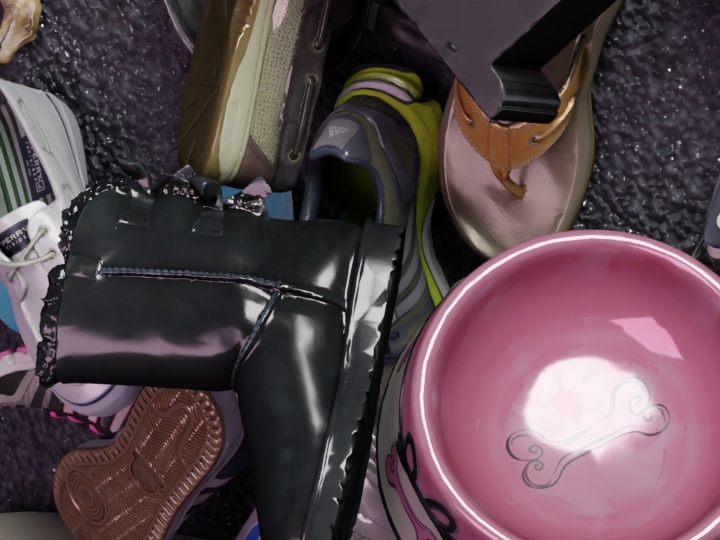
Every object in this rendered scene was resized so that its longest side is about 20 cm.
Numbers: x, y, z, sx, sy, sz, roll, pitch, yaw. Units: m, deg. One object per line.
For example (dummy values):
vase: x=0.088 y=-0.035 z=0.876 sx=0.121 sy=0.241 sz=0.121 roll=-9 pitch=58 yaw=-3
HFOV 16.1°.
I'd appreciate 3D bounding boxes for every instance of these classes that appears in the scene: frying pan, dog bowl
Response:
frying pan: x=-0.012 y=-0.149 z=1.285 sx=0.189 sy=0.031 sz=0.115 roll=-2 pitch=108 yaw=21
dog bowl: x=0.105 y=0.070 z=1.164 sx=0.200 sy=0.200 sz=0.074 roll=40 pitch=163 yaw=17

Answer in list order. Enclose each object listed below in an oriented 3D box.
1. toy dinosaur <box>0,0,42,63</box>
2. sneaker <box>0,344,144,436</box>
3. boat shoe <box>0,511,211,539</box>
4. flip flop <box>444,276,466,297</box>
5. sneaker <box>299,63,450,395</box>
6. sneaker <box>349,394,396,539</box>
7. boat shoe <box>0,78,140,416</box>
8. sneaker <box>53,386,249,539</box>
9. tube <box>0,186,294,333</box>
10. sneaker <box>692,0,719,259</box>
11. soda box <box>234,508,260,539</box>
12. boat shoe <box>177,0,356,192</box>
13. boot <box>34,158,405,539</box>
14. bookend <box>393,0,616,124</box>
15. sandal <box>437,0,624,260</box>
toy dinosaur: x=-0.195 y=-0.215 z=1.386 sx=0.101 sy=0.058 sz=0.200 roll=21 pitch=127 yaw=11
sneaker: x=-0.130 y=0.074 z=1.420 sx=0.199 sy=0.074 sz=0.088 roll=-7 pitch=96 yaw=32
boat shoe: x=-0.154 y=0.182 z=1.478 sx=0.201 sy=0.072 sz=0.061 roll=7 pitch=106 yaw=29
flip flop: x=0.085 y=0.081 z=1.228 sx=0.081 sy=0.201 sz=0.058 roll=-9 pitch=146 yaw=0
sneaker: x=0.000 y=0.000 z=1.291 sx=0.074 sy=0.081 sz=0.201 roll=8 pitch=118 yaw=28
sneaker: x=0.058 y=0.147 z=1.288 sx=0.200 sy=0.075 sz=0.082 roll=39 pitch=114 yaw=-8
boat shoe: x=-0.175 y=-0.014 z=1.376 sx=0.073 sy=0.067 sz=0.200 roll=-33 pitch=61 yaw=19
sneaker: x=-0.083 y=0.085 z=1.334 sx=0.070 sy=0.108 sz=0.200 roll=52 pitch=142 yaw=6
tube: x=-0.116 y=-0.005 z=1.401 sx=0.200 sy=0.050 sz=0.078 roll=-11 pitch=85 yaw=35
sneaker: x=0.179 y=-0.067 z=1.149 sx=0.130 sy=0.079 sz=0.199 roll=-40 pitch=92 yaw=29
soda box: x=-0.040 y=0.183 z=1.374 sx=0.200 sy=0.070 sz=0.063 roll=-57 pitch=39 yaw=28
boat shoe: x=-0.036 y=-0.135 z=1.251 sx=0.072 sy=0.066 sz=0.202 roll=22 pitch=97 yaw=60
boot: x=-0.072 y=0.046 z=1.192 sx=0.162 sy=0.199 sz=0.073 roll=8 pitch=157 yaw=5
bookend: x=0.080 y=-0.205 z=1.118 sx=0.200 sy=0.092 sz=0.199 roll=-43 pitch=77 yaw=17
sandal: x=0.080 y=-0.092 z=1.220 sx=0.080 sy=0.054 sz=0.201 roll=23 pitch=117 yaw=16
